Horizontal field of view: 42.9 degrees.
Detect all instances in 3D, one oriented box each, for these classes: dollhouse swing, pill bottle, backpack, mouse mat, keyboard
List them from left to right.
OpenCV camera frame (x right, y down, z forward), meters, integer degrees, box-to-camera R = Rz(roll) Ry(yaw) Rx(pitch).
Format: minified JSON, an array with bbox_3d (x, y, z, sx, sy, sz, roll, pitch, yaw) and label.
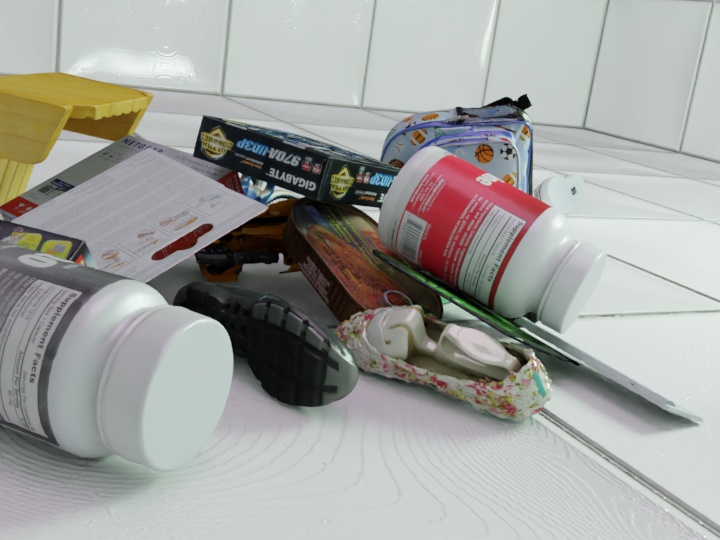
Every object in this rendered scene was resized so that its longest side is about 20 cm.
[{"bbox_3d":[-0.356,-0.121,1.024,0.180,0.178,0.200,14,16,9],"label":"dollhouse swing"},{"bbox_3d":[-0.189,0.052,0.586,0.198,0.115,0.114,15,16,22],"label":"pill bottle"},{"bbox_3d":[0.113,-0.104,1.106,0.188,0.202,0.154,1,17,12],"label":"backpack"},{"bbox_3d":[0.109,0.036,0.827,0.160,0.008,0.200,32,6,29],"label":"mouse mat"},{"bbox_3d":[0.124,-0.027,0.866,0.199,0.113,0.112,31,23,21],"label":"pill bottle"},{"bbox_3d":[0.221,0.088,0.839,0.056,0.011,0.200,28,3,-36],"label":"keyboard"}]

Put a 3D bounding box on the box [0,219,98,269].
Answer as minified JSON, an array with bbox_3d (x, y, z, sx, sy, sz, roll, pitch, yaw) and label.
[{"bbox_3d":[-0.291,0.003,0.725,0.198,0.111,0.035,13,54,18],"label":"box"}]

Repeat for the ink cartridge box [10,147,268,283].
[{"bbox_3d":[-0.199,-0.033,0.827,0.162,0.057,0.199,-35,46,-30],"label":"ink cartridge box"}]

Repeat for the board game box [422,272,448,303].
[{"bbox_3d":[0.077,0.000,1.080,0.134,0.029,0.199,21,20,37],"label":"board game box"}]

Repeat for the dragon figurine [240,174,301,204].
[{"bbox_3d":[-0.153,-0.082,1.198,0.058,0.100,0.199,17,-2,35],"label":"dragon figurine"}]

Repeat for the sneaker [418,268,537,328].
[{"bbox_3d":[0.124,-0.017,0.994,0.199,0.076,0.115,33,24,17],"label":"sneaker"}]

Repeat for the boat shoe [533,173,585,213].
[{"bbox_3d":[0.355,-0.140,1.691,0.069,0.072,0.200,-15,6,31],"label":"boat shoe"}]

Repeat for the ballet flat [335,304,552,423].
[{"bbox_3d":[0.064,0.061,0.753,0.198,0.064,0.076,15,53,25],"label":"ballet flat"}]

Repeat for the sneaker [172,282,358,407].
[{"bbox_3d":[-0.067,0.048,0.740,0.199,0.076,0.079,22,18,40],"label":"sneaker"}]

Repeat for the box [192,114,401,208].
[{"bbox_3d":[-0.052,-0.111,0.964,0.158,0.046,0.199,22,11,26],"label":"box"}]

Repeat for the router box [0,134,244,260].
[{"bbox_3d":[-0.252,-0.067,0.973,0.199,0.049,0.179,19,45,38],"label":"router box"}]

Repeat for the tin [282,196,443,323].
[{"bbox_3d":[0.000,0.000,0.896,0.111,0.042,0.200,-7,44,-38],"label":"tin"}]

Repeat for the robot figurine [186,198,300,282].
[{"bbox_3d":[-0.099,-0.034,1.004,0.198,0.059,0.145,-8,26,-16],"label":"robot figurine"}]
